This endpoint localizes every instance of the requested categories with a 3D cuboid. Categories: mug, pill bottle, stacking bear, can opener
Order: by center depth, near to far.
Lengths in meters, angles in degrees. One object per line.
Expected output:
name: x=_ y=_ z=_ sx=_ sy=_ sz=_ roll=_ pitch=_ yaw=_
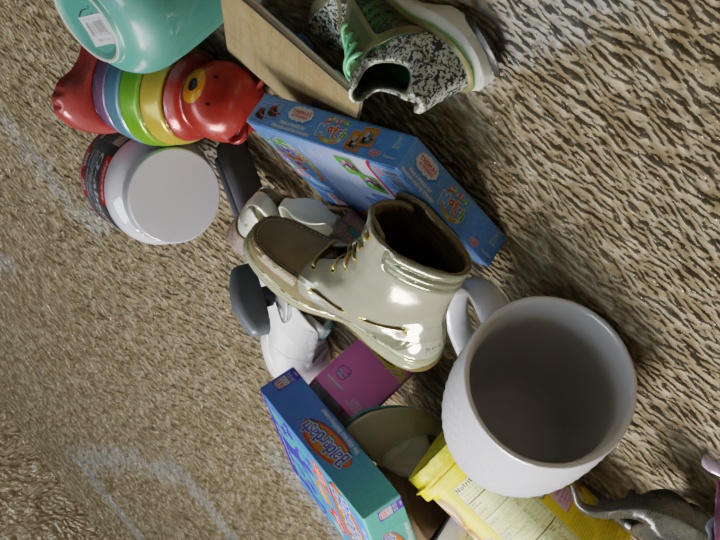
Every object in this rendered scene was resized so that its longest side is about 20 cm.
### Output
mug: x=0.130 y=0.098 z=1.418 sx=0.201 sy=0.147 sz=0.175 roll=62 pitch=163 yaw=14
mug: x=-0.204 y=-0.262 z=1.456 sx=0.152 sy=0.114 sz=0.185 roll=38 pitch=155 yaw=22
stacking bear: x=-0.176 y=-0.170 z=1.565 sx=0.199 sy=0.122 sz=0.114 roll=15 pitch=168 yaw=38
can opener: x=-0.110 y=-0.036 z=1.624 sx=0.053 sy=0.066 sz=0.201 roll=114 pitch=142 yaw=-64
pill bottle: x=-0.215 y=-0.089 z=1.693 sx=0.116 sy=0.116 sz=0.200 roll=56 pitch=168 yaw=-19

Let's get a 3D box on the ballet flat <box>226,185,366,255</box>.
ballet flat: x=-0.065 y=-0.046 z=1.522 sx=0.199 sy=0.068 sz=0.067 roll=8 pitch=151 yaw=42

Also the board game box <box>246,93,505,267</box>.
board game box: x=0.012 y=-0.079 z=1.414 sx=0.199 sy=0.037 sz=0.151 roll=20 pitch=163 yaw=45

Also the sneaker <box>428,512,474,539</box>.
sneaker: x=0.123 y=0.256 z=1.634 sx=0.081 sy=0.200 sz=0.075 roll=34 pitch=112 yaw=7

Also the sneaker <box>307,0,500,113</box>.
sneaker: x=0.011 y=-0.169 z=1.261 sx=0.199 sy=0.089 sz=0.077 roll=24 pitch=146 yaw=48

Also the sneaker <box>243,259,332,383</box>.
sneaker: x=-0.060 y=0.064 z=1.777 sx=0.088 sy=0.075 sz=0.201 roll=12 pitch=138 yaw=36

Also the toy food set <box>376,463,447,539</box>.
toy food set: x=0.076 y=0.255 z=1.724 sx=0.049 sy=0.198 sz=0.200 roll=-32 pitch=112 yaw=24

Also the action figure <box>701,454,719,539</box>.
action figure: x=0.369 y=0.197 z=1.246 sx=0.200 sy=0.133 sz=0.150 roll=-30 pitch=59 yaw=54

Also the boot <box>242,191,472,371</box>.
boot: x=-0.004 y=-0.015 z=1.370 sx=0.199 sy=0.072 sz=0.155 roll=33 pitch=148 yaw=11

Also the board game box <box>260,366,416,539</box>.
board game box: x=-0.015 y=0.208 z=1.594 sx=0.200 sy=0.045 sz=0.153 roll=46 pitch=162 yaw=42

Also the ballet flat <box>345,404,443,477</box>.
ballet flat: x=0.060 y=0.177 z=1.641 sx=0.069 sy=0.070 sz=0.200 roll=30 pitch=-170 yaw=34

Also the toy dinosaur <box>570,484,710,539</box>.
toy dinosaur: x=0.267 y=0.218 z=1.422 sx=0.200 sy=0.077 sz=0.102 roll=42 pitch=157 yaw=-24

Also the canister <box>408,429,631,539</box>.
canister: x=0.155 y=0.222 z=1.554 sx=0.200 sy=0.149 sz=0.087 roll=44 pitch=114 yaw=2

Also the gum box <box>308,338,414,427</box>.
gum box: x=-0.010 y=0.126 z=1.719 sx=0.066 sy=0.113 sz=0.200 roll=46 pitch=156 yaw=4

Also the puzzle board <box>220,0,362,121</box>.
puzzle board: x=-0.057 y=-0.173 z=1.405 sx=0.151 sy=0.017 sz=0.200 roll=41 pitch=172 yaw=4
